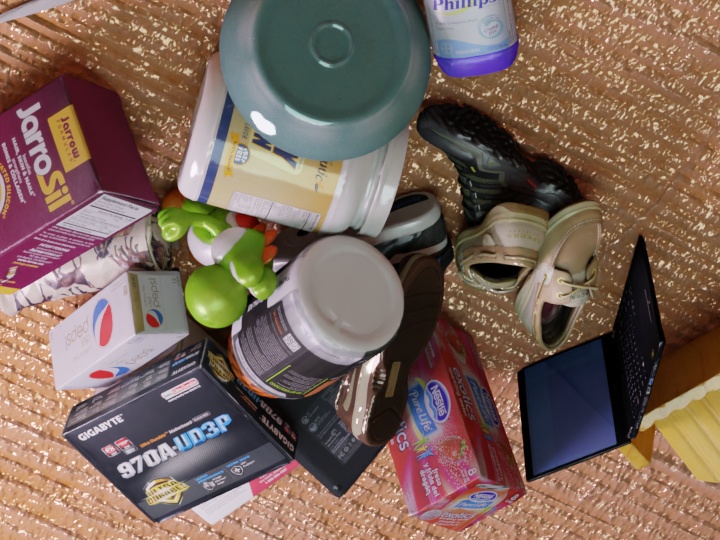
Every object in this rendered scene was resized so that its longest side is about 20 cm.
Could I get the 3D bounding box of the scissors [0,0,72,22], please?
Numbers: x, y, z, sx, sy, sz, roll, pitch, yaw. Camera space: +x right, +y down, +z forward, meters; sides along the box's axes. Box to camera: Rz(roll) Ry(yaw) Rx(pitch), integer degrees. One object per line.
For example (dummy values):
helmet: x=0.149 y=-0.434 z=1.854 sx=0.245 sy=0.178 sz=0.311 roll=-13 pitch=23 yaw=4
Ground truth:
scissors: x=-0.255 y=-0.262 z=1.528 sx=0.199 sy=0.014 sz=0.073 roll=-32 pitch=121 yaw=20

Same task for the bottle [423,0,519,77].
bottle: x=0.093 y=-0.276 z=1.476 sx=0.082 sy=0.066 sz=0.202 roll=-7 pitch=125 yaw=8

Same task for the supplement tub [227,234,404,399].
supplement tub: x=-0.051 y=0.053 z=1.595 sx=0.122 sy=0.124 sz=0.200 roll=28 pitch=150 yaw=-17

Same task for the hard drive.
hard drive: x=-0.046 y=0.131 z=1.750 sx=0.140 sy=0.033 sz=0.200 roll=-48 pitch=116 yaw=-8

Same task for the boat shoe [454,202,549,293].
boat shoe: x=0.136 y=-0.008 z=1.607 sx=0.072 sy=0.064 sz=0.201 roll=12 pitch=162 yaw=-11

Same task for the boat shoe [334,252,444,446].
boat shoe: x=0.020 y=0.072 z=1.646 sx=0.074 sy=0.075 sz=0.205 roll=10 pitch=104 yaw=-44

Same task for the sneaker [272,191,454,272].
sneaker: x=0.000 y=0.000 z=1.673 sx=0.198 sy=0.073 sz=0.113 roll=-15 pitch=123 yaw=11

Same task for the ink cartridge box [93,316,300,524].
ink cartridge box: x=-0.178 y=0.167 z=1.791 sx=0.147 sy=0.086 sz=0.200 roll=-34 pitch=117 yaw=23

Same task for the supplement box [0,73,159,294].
supplement box: x=-0.315 y=-0.079 z=1.573 sx=0.199 sy=0.132 sz=0.103 roll=-29 pitch=162 yaw=20

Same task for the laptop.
laptop: x=0.233 y=0.090 z=1.667 sx=0.102 sy=0.178 sz=0.202 roll=6 pitch=127 yaw=-4

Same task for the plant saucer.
plant saucer: x=-0.028 y=-0.202 z=1.472 sx=0.197 sy=0.036 sz=0.203 roll=1 pitch=84 yaw=-11

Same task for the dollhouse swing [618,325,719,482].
dollhouse swing: x=0.394 y=0.165 z=1.732 sx=0.199 sy=0.182 sz=0.177 roll=-31 pitch=99 yaw=21

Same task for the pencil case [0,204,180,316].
pencil case: x=-0.286 y=-0.011 z=1.668 sx=0.198 sy=0.079 sz=0.089 roll=-14 pitch=160 yaw=13

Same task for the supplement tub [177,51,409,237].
supplement tub: x=-0.064 y=-0.116 z=1.547 sx=0.198 sy=0.145 sz=0.145 roll=14 pitch=125 yaw=-9

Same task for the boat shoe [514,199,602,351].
boat shoe: x=0.211 y=0.008 z=1.644 sx=0.073 sy=0.067 sz=0.201 roll=-13 pitch=148 yaw=-16

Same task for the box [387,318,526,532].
box: x=0.085 y=0.158 z=1.695 sx=0.095 sy=0.202 sz=0.099 roll=-32 pitch=146 yaw=22

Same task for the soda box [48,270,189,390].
soda box: x=-0.252 y=0.064 z=1.673 sx=0.063 sy=0.069 sz=0.199 roll=1 pitch=160 yaw=-35

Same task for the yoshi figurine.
yoshi figurine: x=-0.147 y=-0.009 z=1.584 sx=0.111 sy=0.200 sz=0.113 roll=4 pitch=109 yaw=-24

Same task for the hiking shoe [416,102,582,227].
hiking shoe: x=0.125 y=-0.084 z=1.607 sx=0.199 sy=0.076 sz=0.101 roll=31 pitch=118 yaw=-20

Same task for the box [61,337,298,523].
box: x=-0.188 y=0.172 z=1.705 sx=0.199 sy=0.046 sz=0.159 roll=-26 pitch=121 yaw=26
